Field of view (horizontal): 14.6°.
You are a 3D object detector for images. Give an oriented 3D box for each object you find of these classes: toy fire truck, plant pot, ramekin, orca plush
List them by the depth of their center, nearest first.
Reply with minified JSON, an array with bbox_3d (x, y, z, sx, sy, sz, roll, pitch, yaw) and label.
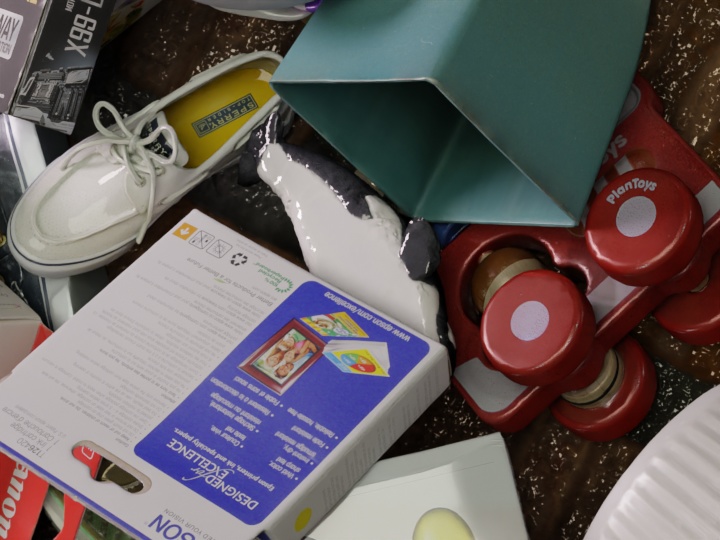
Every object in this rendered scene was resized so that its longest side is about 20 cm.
[{"bbox_3d":[0.206,0.152,1.541,0.105,0.200,0.200,40,95,26],"label":"ramekin"},{"bbox_3d":[0.077,-0.148,1.608,0.141,0.141,0.201,4,60,49],"label":"plant pot"},{"bbox_3d":[0.123,-0.009,1.634,0.200,0.112,0.168,-43,51,7],"label":"toy fire truck"},{"bbox_3d":[0.000,0.000,1.649,0.200,0.071,0.105,40,101,30],"label":"orca plush"}]

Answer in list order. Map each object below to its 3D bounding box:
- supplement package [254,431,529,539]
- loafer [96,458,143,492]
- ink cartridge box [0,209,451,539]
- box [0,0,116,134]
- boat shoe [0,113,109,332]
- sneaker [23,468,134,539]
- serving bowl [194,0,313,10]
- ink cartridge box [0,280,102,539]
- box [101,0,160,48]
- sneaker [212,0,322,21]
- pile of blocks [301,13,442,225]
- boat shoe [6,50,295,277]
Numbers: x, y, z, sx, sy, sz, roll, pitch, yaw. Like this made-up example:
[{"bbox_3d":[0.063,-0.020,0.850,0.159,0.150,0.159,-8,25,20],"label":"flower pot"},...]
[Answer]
[{"bbox_3d":[0.012,0.214,1.589,0.190,0.147,0.201,-14,81,-1],"label":"supplement package"},{"bbox_3d":[-0.098,0.066,1.669,0.200,0.067,0.076,-35,73,-11],"label":"loafer"},{"bbox_3d":[-0.086,0.074,1.556,0.197,0.047,0.200,29,60,31],"label":"ink cartridge box"},{"bbox_3d":[-0.217,-0.181,1.708,0.200,0.050,0.158,23,95,51],"label":"box"},{"bbox_3d":[-0.214,-0.008,1.739,0.091,0.071,0.201,-20,73,15],"label":"boat shoe"},{"bbox_3d":[-0.135,0.150,1.705,0.088,0.077,0.200,-35,81,-5],"label":"sneaker"},{"bbox_3d":[-0.057,-0.226,1.605,0.199,0.066,0.201,-2,62,3],"label":"serving bowl"},{"bbox_3d":[-0.233,0.114,1.678,0.176,0.045,0.201,37,115,40],"label":"ink cartridge box"},{"bbox_3d":[-0.136,-0.188,1.747,0.200,0.039,0.042,-38,76,9],"label":"box"},{"bbox_3d":[-0.010,-0.204,1.667,0.200,0.073,0.115,-18,58,-6],"label":"sneaker"},{"bbox_3d":[0.004,-0.124,1.690,0.082,0.062,0.201,-28,78,11],"label":"pile of blocks"},{"bbox_3d":[-0.122,-0.070,1.672,0.201,0.086,0.075,-30,77,-12],"label":"boat shoe"}]
